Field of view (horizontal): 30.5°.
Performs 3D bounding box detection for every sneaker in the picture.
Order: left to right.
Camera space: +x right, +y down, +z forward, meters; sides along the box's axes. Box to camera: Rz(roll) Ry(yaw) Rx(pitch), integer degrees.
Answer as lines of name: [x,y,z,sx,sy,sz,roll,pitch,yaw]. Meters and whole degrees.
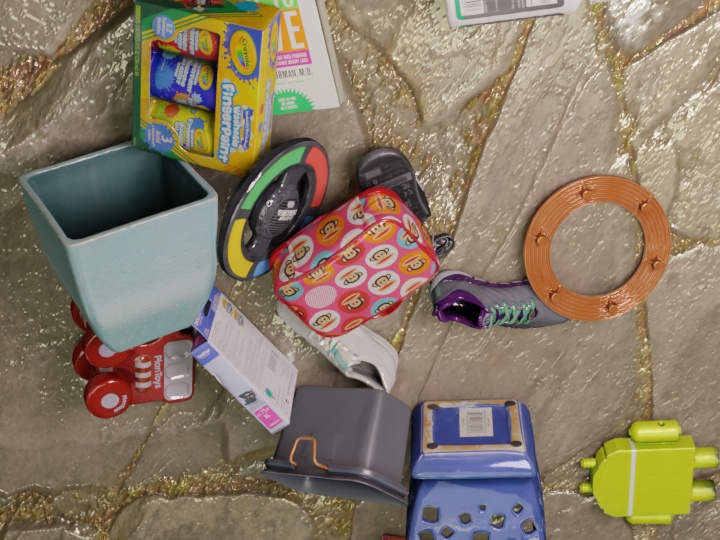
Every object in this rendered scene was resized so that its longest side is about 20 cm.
sneaker: [-0.029,0.099,1.800,0.199,0.089,0.075,33,118,-15]
sneaker: [0.188,0.058,1.764,0.197,0.088,0.075,7,121,-1]

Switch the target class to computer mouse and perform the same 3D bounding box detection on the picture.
computer mouse: [0.026,-0.077,1.722,0.139,0.046,0.201,-25,128,12]

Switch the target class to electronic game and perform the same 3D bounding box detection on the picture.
electronic game: [-0.107,-0.075,1.655,0.041,0.199,0.202,34,123,23]

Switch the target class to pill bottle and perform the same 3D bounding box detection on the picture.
pill bottle: [0.192,-0.346,1.514,0.197,0.114,0.115,-6,120,6]

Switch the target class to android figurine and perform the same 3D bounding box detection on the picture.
android figurine: [0.418,0.298,1.918,0.197,0.041,0.184,-3,120,4]

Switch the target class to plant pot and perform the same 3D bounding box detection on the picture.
plant pot: [-0.291,-0.019,1.650,0.194,0.196,0.202,-19,127,-23]
plant pot: [0.159,0.291,1.846,0.197,0.201,0.182,-2,113,5]

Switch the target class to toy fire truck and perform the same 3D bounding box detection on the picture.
toy fire truck: [-0.307,0.102,1.820,0.165,0.112,0.203,-7,124,-21]

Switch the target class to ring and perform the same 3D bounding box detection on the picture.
ring: [0.311,-0.025,1.726,0.197,0.019,0.203,-2,111,-6]

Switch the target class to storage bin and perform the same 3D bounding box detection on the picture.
storage bin: [-0.029,0.231,1.807,0.198,0.136,0.145,-2,156,37]

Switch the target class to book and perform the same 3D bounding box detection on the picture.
book: [-0.105,-0.290,1.607,0.131,0.048,0.202,-6,120,13]

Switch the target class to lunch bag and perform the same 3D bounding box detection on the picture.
lunch bag: [0.000,0.000,1.692,0.198,0.083,0.176,-31,136,15]

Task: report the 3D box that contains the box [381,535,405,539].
box: [0.064,0.519,2.035,0.101,0.095,0.202,10,120,-2]

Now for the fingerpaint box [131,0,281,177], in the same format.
fingerpaint box: [-0.189,-0.229,1.599,0.164,0.074,0.202,15,125,9]

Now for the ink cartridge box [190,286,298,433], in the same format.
ink cartridge box: [-0.166,0.115,1.798,0.042,0.120,0.200,-31,115,21]
